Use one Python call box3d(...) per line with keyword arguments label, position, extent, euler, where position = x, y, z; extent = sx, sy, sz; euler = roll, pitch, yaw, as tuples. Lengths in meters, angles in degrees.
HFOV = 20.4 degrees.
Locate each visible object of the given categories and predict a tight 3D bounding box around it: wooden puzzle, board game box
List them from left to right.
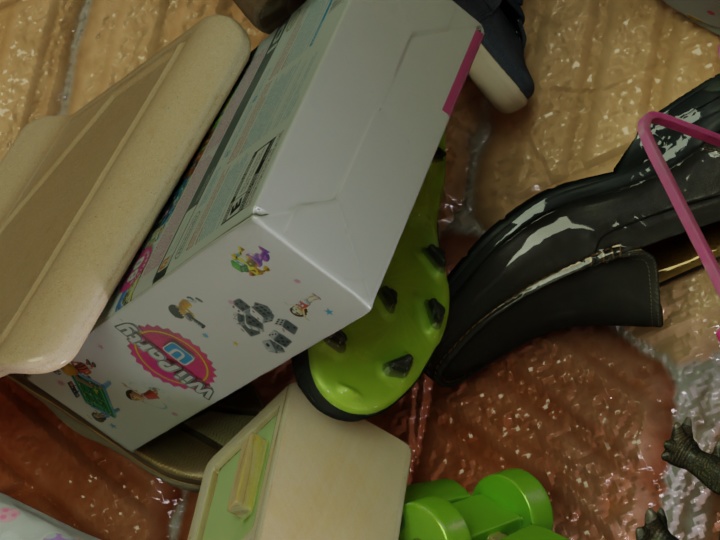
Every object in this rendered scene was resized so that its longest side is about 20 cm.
box3d(label="wooden puzzle", position=(-0.136, -0.015, 0.898), extent=(0.199, 0.037, 0.186), euler=(-16, 41, 55))
box3d(label="board game box", position=(-0.046, -0.025, 0.834), extent=(0.200, 0.064, 0.148), euler=(-31, 28, 51))

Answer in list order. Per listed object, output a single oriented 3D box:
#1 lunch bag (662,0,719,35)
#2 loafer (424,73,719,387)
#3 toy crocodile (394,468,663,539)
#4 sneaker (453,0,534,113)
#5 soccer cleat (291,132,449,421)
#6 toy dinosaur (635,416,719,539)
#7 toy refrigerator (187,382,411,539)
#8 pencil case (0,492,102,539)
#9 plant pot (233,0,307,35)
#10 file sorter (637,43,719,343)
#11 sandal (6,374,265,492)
box3d(label="lunch bag", position=(0.198, -0.183, 0.868), extent=(0.198, 0.170, 0.128), euler=(-2, 70, 17))
box3d(label="loafer", position=(0.112, -0.005, 0.888), extent=(0.199, 0.073, 0.073), euler=(-37, 69, 4))
box3d(label="toy crocodile", position=(0.074, 0.132, 0.823), extent=(0.199, 0.067, 0.062), euler=(24, 117, 42))
box3d(label="sneaker", position=(0.059, -0.173, 0.960), extent=(0.084, 0.075, 0.201), euler=(-25, 65, 12))
box3d(label="soccer cleat", position=(0.000, 0.000, 0.887), extent=(0.067, 0.081, 0.201), euler=(26, 41, -14))
box3d(label="toy dinosaur", position=(0.168, 0.121, 0.822), extent=(0.102, 0.077, 0.201), euler=(19, 73, 36))
box3d(label="toy refrigerator", position=(-0.039, 0.149, 0.790), extent=(0.076, 0.070, 0.201), euler=(-44, 24, 41))
box3d(label="pencil case", position=(-0.130, 0.155, 0.899), extent=(0.198, 0.083, 0.091), euler=(14, 77, 22))
box3d(label="plant pot", position=(-0.025, -0.203, 0.856), extent=(0.198, 0.200, 0.175), euler=(-23, 80, 8))
box3d(label="file sorter", position=(0.224, -0.064, 0.756), extent=(0.200, 0.138, 0.126), euler=(-45, 51, 31))
box3d(label="sandal", position=(-0.117, 0.046, 0.947), extent=(0.199, 0.054, 0.080), euler=(36, 70, 31))
